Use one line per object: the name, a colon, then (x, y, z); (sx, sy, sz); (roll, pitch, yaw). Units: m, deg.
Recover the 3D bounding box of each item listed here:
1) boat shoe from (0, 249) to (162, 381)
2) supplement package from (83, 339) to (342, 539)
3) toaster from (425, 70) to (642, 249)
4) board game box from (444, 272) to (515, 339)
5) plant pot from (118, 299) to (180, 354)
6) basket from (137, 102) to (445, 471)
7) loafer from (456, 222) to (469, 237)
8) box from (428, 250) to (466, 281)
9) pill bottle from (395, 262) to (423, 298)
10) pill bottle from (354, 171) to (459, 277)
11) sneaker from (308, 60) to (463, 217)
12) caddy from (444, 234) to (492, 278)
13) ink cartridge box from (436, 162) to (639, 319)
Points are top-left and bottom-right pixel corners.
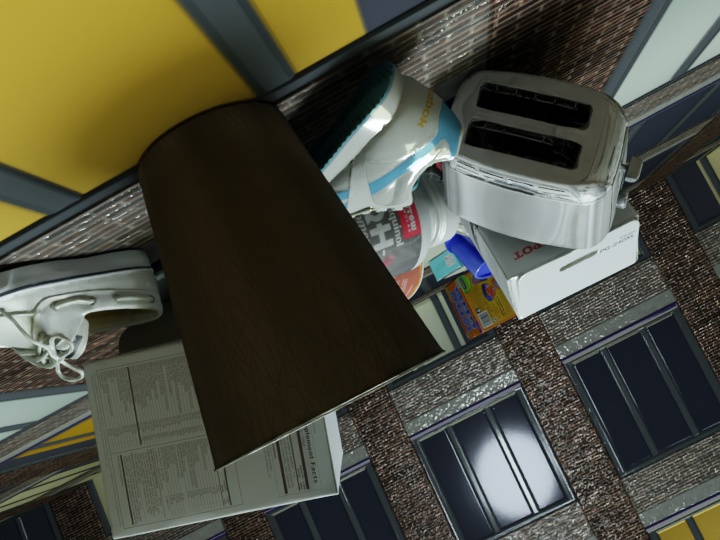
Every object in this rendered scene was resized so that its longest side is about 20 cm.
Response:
boat shoe: (-0.242, 0.046, 0.586); (0.074, 0.087, 0.200); (-32, 170, 35)
supplement package: (-0.126, 0.135, 0.689); (0.195, 0.154, 0.152); (-11, 179, 0)
toaster: (0.148, -0.102, 0.664); (0.129, 0.196, 0.116); (59, 50, -69)
board game box: (0.437, 0.094, 2.539); (0.196, 0.203, 0.200); (-24, 171, -10)
plant pot: (-0.140, 0.075, 0.845); (0.199, 0.188, 0.187); (-41, 169, 8)
basket: (-0.064, 0.005, 0.501); (0.178, 0.203, 0.136); (-30, 170, 20)
loafer: (0.107, -0.087, 0.936); (0.071, 0.064, 0.198); (18, -177, 42)
box: (0.255, -0.035, 1.744); (0.198, 0.050, 0.082); (-18, 168, -46)
pill bottle: (0.000, 0.000, 0.965); (0.111, 0.114, 0.199); (-30, 171, 26)
pill bottle: (0.003, -0.040, 0.745); (0.197, 0.113, 0.111); (-22, 171, -30)
sneaker: (-0.002, -0.072, 0.577); (0.080, 0.078, 0.199); (27, 147, -19)
caddy: (0.236, -0.079, 1.265); (0.197, 0.106, 0.143); (-23, 147, -25)
ink cartridge box: (0.184, -0.069, 0.791); (0.143, 0.202, 0.084); (-26, 142, 2)
